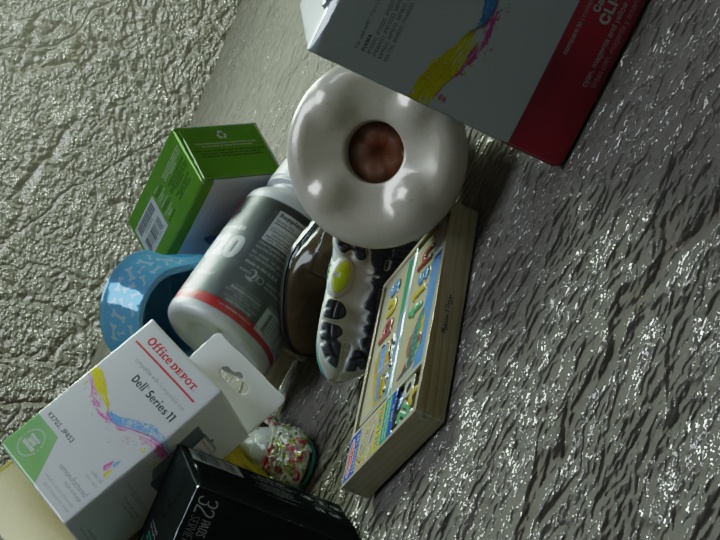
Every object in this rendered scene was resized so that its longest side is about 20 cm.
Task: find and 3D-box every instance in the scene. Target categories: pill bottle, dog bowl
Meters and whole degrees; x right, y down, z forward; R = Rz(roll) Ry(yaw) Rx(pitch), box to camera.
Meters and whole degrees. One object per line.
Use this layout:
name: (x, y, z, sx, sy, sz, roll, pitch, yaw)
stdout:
pill bottle: (-0.088, -0.006, 1.686, 0.201, 0.114, 0.114, -56, 8, -24)
dog bowl: (-0.167, 0.032, 1.730, 0.049, 0.199, 0.113, 14, 109, 41)

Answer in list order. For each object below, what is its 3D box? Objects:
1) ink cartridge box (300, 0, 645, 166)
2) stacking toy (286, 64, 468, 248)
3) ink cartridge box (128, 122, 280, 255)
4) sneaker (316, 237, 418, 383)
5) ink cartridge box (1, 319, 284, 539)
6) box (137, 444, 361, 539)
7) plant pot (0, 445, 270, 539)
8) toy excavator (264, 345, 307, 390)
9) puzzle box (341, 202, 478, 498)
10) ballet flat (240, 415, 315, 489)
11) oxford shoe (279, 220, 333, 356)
ink cartridge box: (0.074, -0.193, 1.235, 0.146, 0.198, 0.146, -63, 14, 17)
stacking toy: (0.036, -0.094, 1.413, 0.147, 0.145, 0.200, -65, -14, 10)
ink cartridge box: (-0.120, -0.078, 1.812, 0.076, 0.199, 0.148, 58, 137, 26)
sneaker: (0.000, 0.000, 1.500, 0.080, 0.077, 0.202, 126, 163, -72)
ink cartridge box: (-0.172, 0.121, 1.398, 0.200, 0.068, 0.117, -40, 48, -12)
box: (-0.105, 0.260, 1.315, 0.202, 0.147, 0.124, -67, 15, 3)
plant pot: (-0.171, 0.213, 1.489, 0.177, 0.200, 0.200, -48, 49, -2)
toy excavator: (-0.132, 0.158, 1.756, 0.199, 0.099, 0.196, -24, 41, 53)
puzzle box: (0.038, 0.060, 1.342, 0.133, 0.025, 0.201, 128, 160, -49)
ballet flat: (-0.094, 0.168, 1.611, 0.200, 0.063, 0.076, 180, 110, -75)
oxford shoe: (-0.020, -0.008, 1.594, 0.202, 0.072, 0.084, -70, 25, 13)
